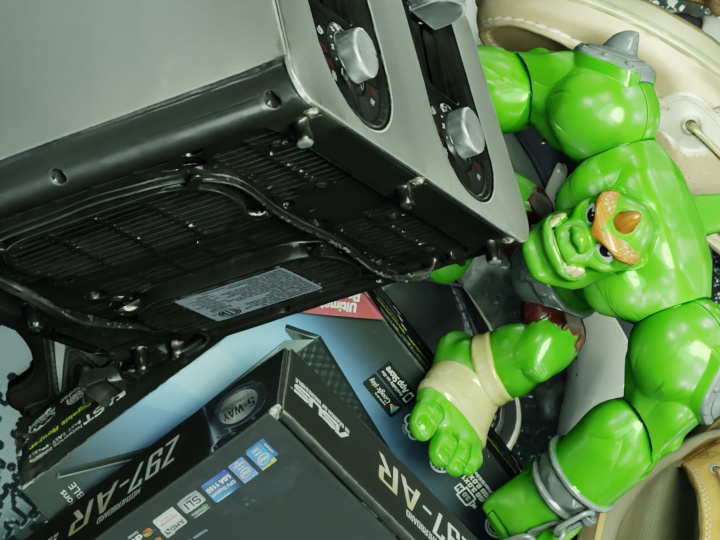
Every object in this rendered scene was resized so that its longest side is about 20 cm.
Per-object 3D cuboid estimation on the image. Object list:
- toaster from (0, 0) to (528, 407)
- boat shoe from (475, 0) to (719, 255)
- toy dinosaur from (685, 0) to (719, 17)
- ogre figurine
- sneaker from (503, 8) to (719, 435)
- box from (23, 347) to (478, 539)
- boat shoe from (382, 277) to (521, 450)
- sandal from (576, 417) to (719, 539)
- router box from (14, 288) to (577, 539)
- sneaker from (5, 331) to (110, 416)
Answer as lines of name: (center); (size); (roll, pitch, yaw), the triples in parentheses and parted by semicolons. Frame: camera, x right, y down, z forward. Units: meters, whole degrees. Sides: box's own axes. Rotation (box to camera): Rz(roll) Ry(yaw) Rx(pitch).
toaster: (-0.065, -0.049, 0.813); (0.199, 0.181, 0.119); (-18, 67, 23)
boat shoe: (0.123, -0.046, 0.935); (0.200, 0.072, 0.065); (32, 75, -15)
toy dinosaur: (0.120, -0.147, 0.918); (0.135, 0.200, 0.086); (17, 129, 10)
ogre figurine: (0.071, -0.005, 0.888); (0.120, 0.098, 0.201); (-22, 62, 29)
sneaker: (0.083, -0.024, 0.998); (0.129, 0.079, 0.200); (20, 87, -4)
box: (-0.050, 0.145, 0.905); (0.200, 0.044, 0.160); (-36, 111, 20)
boat shoe: (0.000, 0.000, 0.998); (0.074, 0.062, 0.200); (-32, 94, -7)
sandal: (0.140, 0.106, 0.958); (0.054, 0.200, 0.081); (6, 111, 36)
router box: (-0.017, 0.098, 0.955); (0.150, 0.062, 0.200); (-37, 111, 6)
sneaker: (-0.130, -0.029, 0.979); (0.098, 0.071, 0.201); (-15, 93, -8)
